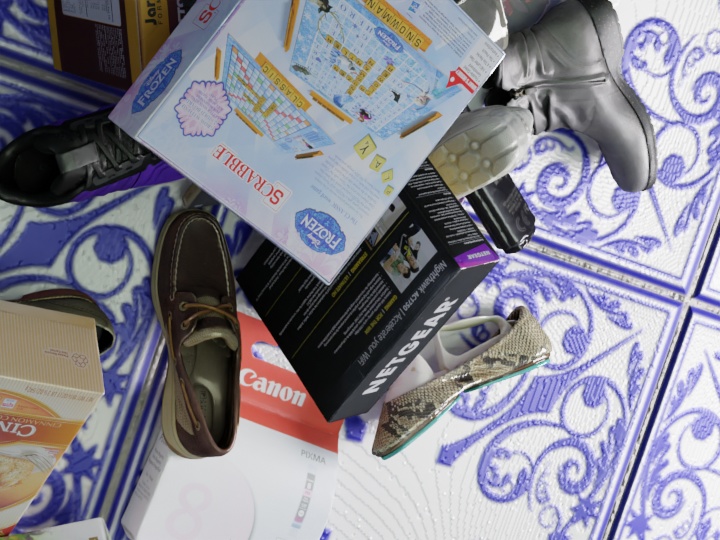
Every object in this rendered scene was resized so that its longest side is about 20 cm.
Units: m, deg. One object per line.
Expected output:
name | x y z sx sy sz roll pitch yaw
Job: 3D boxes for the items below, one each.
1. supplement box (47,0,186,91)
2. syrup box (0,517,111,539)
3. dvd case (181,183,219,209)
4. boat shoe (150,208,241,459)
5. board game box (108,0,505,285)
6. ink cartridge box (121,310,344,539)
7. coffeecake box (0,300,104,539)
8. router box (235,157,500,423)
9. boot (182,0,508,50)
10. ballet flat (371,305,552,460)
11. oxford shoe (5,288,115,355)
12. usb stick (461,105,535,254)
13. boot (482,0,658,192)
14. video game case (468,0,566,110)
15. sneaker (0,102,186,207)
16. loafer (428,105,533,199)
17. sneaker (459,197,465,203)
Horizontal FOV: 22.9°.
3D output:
supplement box | -0.106 -0.213 1.292 0.197 0.200 0.133 -10 106 -25
syrup box | -0.282 0.256 1.339 0.200 0.082 0.079 -11 147 -14
dvd case | -0.038 -0.103 1.360 0.148 0.200 0.016 -12 73 -29
boat shoe | -0.120 0.049 1.399 0.072 0.072 0.201 4 84 -29
board game box | -0.029 -0.120 1.143 0.200 0.041 0.200 -52 132 -1
ink cartridge box | -0.087 0.149 1.470 0.162 0.057 0.200 23 95 -29
coffeecake box | -0.296 0.108 1.278 0.153 0.073 0.200 13 134 -29
router box | 0.000 0.000 1.370 0.051 0.149 0.200 -11 150 -45
boot | -0.005 -0.170 1.198 0.200 0.073 0.182 -34 130 -9
ballet flat | 0.076 0.088 1.538 0.200 0.068 0.075 -28 91 -25
oxford shoe | -0.281 0.057 1.332 0.200 0.075 0.071 -17 108 -23
usb stick | 0.084 -0.105 1.463 0.200 0.033 0.055 57 36 -16
boot | 0.173 -0.132 1.527 0.132 0.070 0.200 -32 115 -17
video game case | 0.089 -0.249 1.486 0.182 0.023 0.200 -42 116 -14
sneaker | -0.182 -0.085 1.282 0.200 0.100 0.070 -18 92 18
loafer | 0.053 -0.078 1.414 0.070 0.200 0.070 63 36 -11
sneaker | 0.048 -0.022 1.464 0.073 0.114 0.201 38 80 -27
